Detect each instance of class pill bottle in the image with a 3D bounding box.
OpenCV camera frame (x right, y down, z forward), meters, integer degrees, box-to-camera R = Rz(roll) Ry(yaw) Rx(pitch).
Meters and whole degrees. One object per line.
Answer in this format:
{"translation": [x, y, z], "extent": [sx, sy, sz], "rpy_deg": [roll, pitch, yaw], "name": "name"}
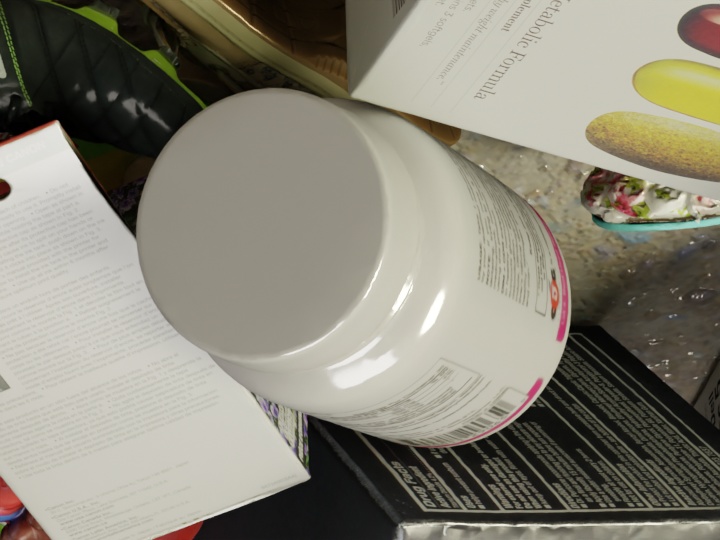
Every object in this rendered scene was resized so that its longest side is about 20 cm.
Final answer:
{"translation": [0.000, 0.000, 1.015], "extent": [0.113, 0.114, 0.200], "rpy_deg": [-14, 166, 17], "name": "pill bottle"}

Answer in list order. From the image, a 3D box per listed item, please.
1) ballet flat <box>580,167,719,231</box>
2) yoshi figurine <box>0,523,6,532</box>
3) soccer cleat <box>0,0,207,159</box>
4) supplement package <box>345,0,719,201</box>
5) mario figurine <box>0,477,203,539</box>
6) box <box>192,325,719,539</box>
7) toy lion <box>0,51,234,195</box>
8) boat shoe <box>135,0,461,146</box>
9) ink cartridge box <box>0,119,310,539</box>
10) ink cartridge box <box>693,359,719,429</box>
{"translation": [0.187, -0.060, 1.116], "extent": [0.199, 0.076, 0.064], "rpy_deg": [-6, 114, -1], "name": "ballet flat"}
{"translation": [-0.118, 0.082, 1.295], "extent": [0.199, 0.113, 0.112], "rpy_deg": [-26, -179, 10], "name": "yoshi figurine"}
{"translation": [-0.151, -0.074, 1.002], "extent": [0.199, 0.081, 0.068], "rpy_deg": [24, 162, 5], "name": "soccer cleat"}
{"translation": [0.106, -0.110, 0.988], "extent": [0.199, 0.110, 0.114], "rpy_deg": [14, 142, -21], "name": "supplement package"}
{"translation": [-0.158, 0.069, 1.172], "extent": [0.199, 0.124, 0.106], "rpy_deg": [20, 109, -16], "name": "mario figurine"}
{"translation": [0.051, 0.113, 1.176], "extent": [0.197, 0.200, 0.124], "rpy_deg": [3, 111, -26], "name": "box"}
{"translation": [-0.147, -0.033, 1.142], "extent": [0.199, 0.069, 0.192], "rpy_deg": [16, 149, -23], "name": "toy lion"}
{"translation": [-0.040, -0.088, 1.047], "extent": [0.063, 0.074, 0.200], "rpy_deg": [-27, 138, 28], "name": "boat shoe"}
{"translation": [-0.110, 0.019, 1.036], "extent": [0.108, 0.050, 0.200], "rpy_deg": [-21, 128, 15], "name": "ink cartridge box"}
{"translation": [0.218, 0.084, 1.237], "extent": [0.084, 0.146, 0.200], "rpy_deg": [6, 144, -10], "name": "ink cartridge box"}
